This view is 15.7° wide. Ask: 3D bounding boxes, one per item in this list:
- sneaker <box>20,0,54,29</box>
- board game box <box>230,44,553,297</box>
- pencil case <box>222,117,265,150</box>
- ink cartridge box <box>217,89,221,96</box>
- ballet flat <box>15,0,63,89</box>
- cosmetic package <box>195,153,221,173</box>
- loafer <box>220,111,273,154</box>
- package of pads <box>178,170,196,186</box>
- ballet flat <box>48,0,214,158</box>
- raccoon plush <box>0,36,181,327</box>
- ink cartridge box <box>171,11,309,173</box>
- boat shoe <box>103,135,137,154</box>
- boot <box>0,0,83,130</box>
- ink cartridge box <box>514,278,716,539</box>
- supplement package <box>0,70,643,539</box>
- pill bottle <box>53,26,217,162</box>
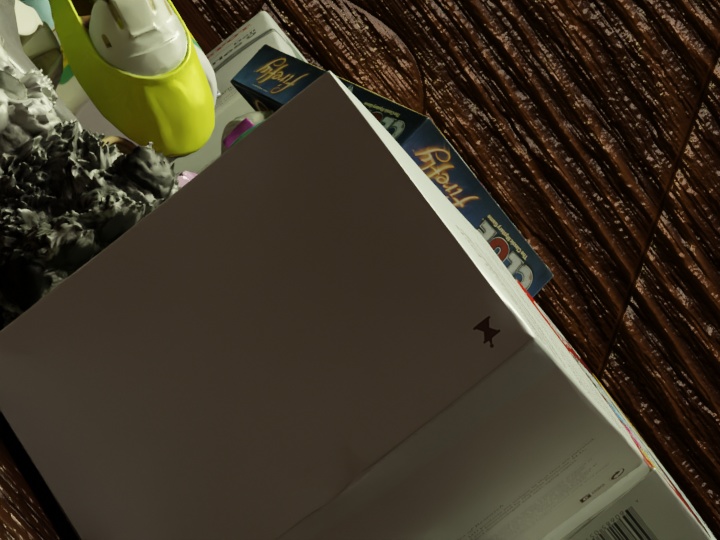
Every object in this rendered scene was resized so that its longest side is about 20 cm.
[{"bbox_3d":[-0.230,-0.163,1.423,0.200,0.074,0.082,31,20,-48],"label":"sneaker"},{"bbox_3d":[0.016,-0.056,1.528,0.136,0.035,0.200,49,-10,-31],"label":"board game box"},{"bbox_3d":[0.000,0.000,1.447,0.200,0.085,0.092,50,2,-14],"label":"pencil case"},{"bbox_3d":[-0.186,-0.167,1.715,0.200,0.095,0.037,53,-29,18],"label":"ink cartridge box"},{"bbox_3d":[-0.194,-0.115,1.410,0.070,0.069,0.200,54,4,10],"label":"ballet flat"},{"bbox_3d":[-0.048,0.029,1.662,0.200,0.087,0.103,53,6,-18],"label":"cosmetic package"},{"bbox_3d":[-0.021,-0.012,1.571,0.070,0.070,0.200,2,-57,52],"label":"loafer"},{"bbox_3d":[-0.063,0.040,1.495,0.200,0.076,0.121,53,3,2],"label":"package of pads"},{"bbox_3d":[-0.139,-0.154,1.424,0.200,0.067,0.067,61,-20,19],"label":"ballet flat"},{"bbox_3d":[-0.152,-0.012,1.178,0.134,0.097,0.200,40,-32,29],"label":"raccoon plush"},{"bbox_3d":[-0.090,-0.089,1.781,0.084,0.146,0.200,51,4,-16],"label":"ink cartridge box"},{"bbox_3d":[-0.137,-0.031,1.335,0.074,0.066,0.200,51,5,-18],"label":"boat shoe"},{"bbox_3d":[-0.178,-0.151,1.295,0.200,0.132,0.070,49,-33,-10],"label":"boot"},{"bbox_3d":[0.125,0.128,1.354,0.176,0.084,0.200,50,4,-33],"label":"ink cartridge box"},{"bbox_3d":[-0.017,0.058,1.076,0.147,0.191,0.200,54,4,25],"label":"supplement package"},{"bbox_3d":[-0.178,-0.155,1.587,0.200,0.113,0.113,55,5,32],"label":"pill bottle"}]
